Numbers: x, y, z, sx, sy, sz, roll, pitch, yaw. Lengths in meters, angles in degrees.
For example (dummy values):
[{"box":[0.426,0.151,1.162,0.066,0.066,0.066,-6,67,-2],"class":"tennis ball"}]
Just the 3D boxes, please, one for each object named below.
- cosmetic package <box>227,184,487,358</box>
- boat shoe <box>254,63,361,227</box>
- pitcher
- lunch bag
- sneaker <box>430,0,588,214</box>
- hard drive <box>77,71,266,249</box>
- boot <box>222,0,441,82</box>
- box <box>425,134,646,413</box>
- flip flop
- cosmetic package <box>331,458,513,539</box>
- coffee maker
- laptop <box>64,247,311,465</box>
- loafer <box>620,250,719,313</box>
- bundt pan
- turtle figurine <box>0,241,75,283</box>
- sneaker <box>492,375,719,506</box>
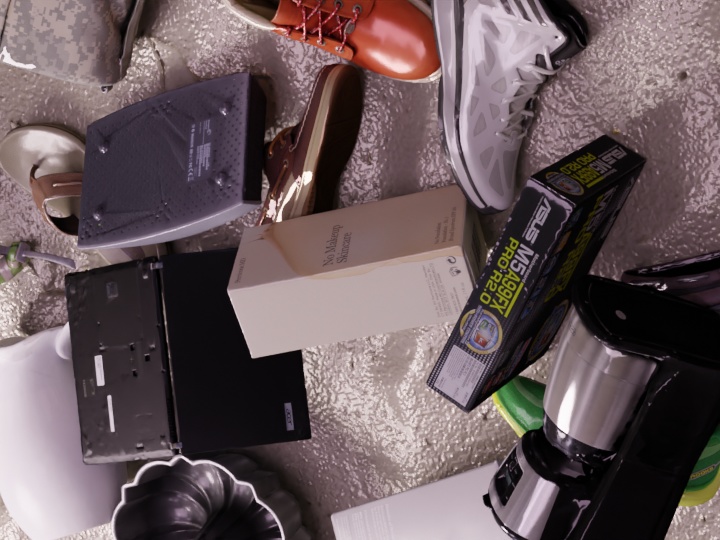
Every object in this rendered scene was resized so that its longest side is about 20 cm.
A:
[{"box":[0.000,0.000,1.648,0.199,0.104,0.073,-11,121,12],"class":"cosmetic package"},{"box":[-0.055,-0.091,1.709,0.072,0.072,0.201,26,122,18],"class":"boat shoe"},{"box":[-0.273,0.144,1.872,0.171,0.121,0.201,-19,85,32],"class":"pitcher"},{"box":[-0.261,-0.267,1.727,0.167,0.139,0.201,22,119,3],"class":"lunch bag"},{"box":[0.125,-0.145,1.589,0.115,0.076,0.201,-3,101,31],"class":"sneaker"},{"box":[-0.163,-0.089,1.747,0.199,0.042,0.136,-14,65,36],"class":"hard drive"},{"box":[-0.022,-0.203,1.635,0.199,0.107,0.075,27,114,17],"class":"boot"},{"box":[0.140,0.001,1.577,0.044,0.160,0.201,34,117,16],"class":"box"},{"box":[-0.259,-0.059,1.834,0.200,0.058,0.081,45,121,9],"class":"flip flop"},{"box":[0.084,0.217,1.678,0.200,0.107,0.091,-26,73,39],"class":"cosmetic package"},{"box":[0.215,0.130,1.515,0.191,0.135,0.201,25,116,10],"class":"coffee maker"},{"box":[-0.159,0.077,1.794,0.199,0.103,0.178,-11,84,41],"class":"laptop"},{"box":[0.287,-0.001,1.551,0.200,0.072,0.063,-26,88,35],"class":"loafer"},{"box":[-0.129,0.253,1.847,0.201,0.076,0.203,9,110,25],"class":"bundt pan"},{"box":[-0.375,-0.036,1.856,0.194,0.144,0.200,59,145,16],"class":"turtle figurine"},{"box":[0.206,0.121,1.632,0.199,0.074,0.084,20,110,9],"class":"sneaker"}]
